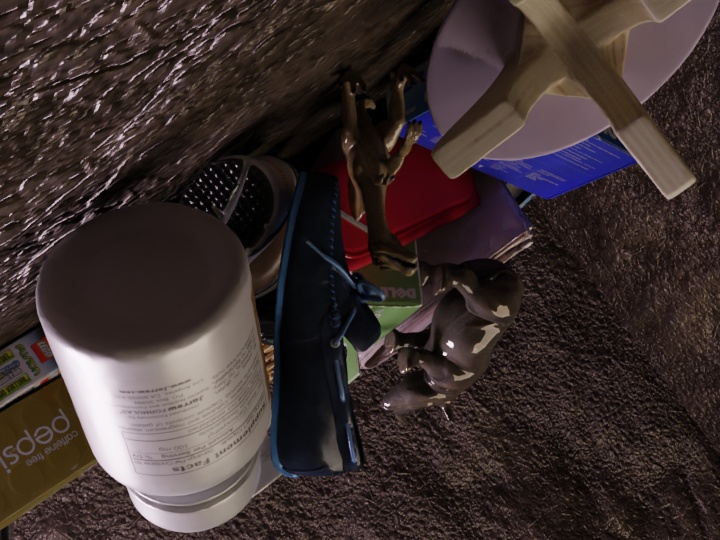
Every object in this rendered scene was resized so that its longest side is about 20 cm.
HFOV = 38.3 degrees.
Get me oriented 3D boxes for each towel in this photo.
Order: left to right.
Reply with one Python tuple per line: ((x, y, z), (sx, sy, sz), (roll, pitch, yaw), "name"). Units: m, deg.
((0.040, -0.041, 0.917), (0.191, 0.200, 0.032), (-38, 138, 18), "towel")

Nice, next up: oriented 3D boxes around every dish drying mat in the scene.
((0.026, -0.058, 0.778), (0.018, 0.077, 0.200), (-27, -179, 42), "dish drying mat")

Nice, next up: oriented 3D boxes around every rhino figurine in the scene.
((0.069, 0.065, 0.844), (0.087, 0.060, 0.200), (4, 133, -20), "rhino figurine")

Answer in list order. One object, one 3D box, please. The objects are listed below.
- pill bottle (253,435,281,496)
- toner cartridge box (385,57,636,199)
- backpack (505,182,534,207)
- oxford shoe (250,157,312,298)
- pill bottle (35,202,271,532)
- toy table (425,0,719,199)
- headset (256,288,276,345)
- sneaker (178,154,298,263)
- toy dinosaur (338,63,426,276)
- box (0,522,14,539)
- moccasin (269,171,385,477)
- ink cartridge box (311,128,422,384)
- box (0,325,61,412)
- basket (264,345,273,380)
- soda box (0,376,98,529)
((-0.150, 0.116, 0.938), (0.104, 0.200, 0.104), (-35, 178, -2), "pill bottle")
((0.122, -0.113, 0.803), (0.095, 0.043, 0.200), (-24, 151, 39), "toner cartridge box")
((0.096, -0.096, 1.036), (0.200, 0.135, 0.183), (-36, 179, -6), "backpack")
((-0.108, -0.007, 0.763), (0.200, 0.073, 0.084), (-45, 159, 25), "oxford shoe")
((-0.112, 0.067, 0.617), (0.114, 0.114, 0.200), (-34, 145, -26), "pill bottle")
((0.121, -0.131, 0.586), (0.200, 0.184, 0.117), (-49, -171, 20), "toy table")
((-0.087, 0.010, 0.841), (0.094, 0.124, 0.200), (11, 132, -28), "headset")
((-0.111, -0.005, 0.698), (0.200, 0.074, 0.080), (-37, 179, 26), "sneaker")
((0.004, -0.087, 0.692), (0.058, 0.200, 0.101), (5, 133, -13), "toy dinosaur")
((-0.348, 0.219, 0.848), (0.122, 0.106, 0.200), (-3, 166, -19), "box")
((-0.018, 0.035, 0.667), (0.068, 0.200, 0.080), (4, -161, 3), "moccasin")
((0.000, 0.000, 0.827), (0.059, 0.200, 0.104), (3, 158, -21), "ink cartridge box")
((-0.284, 0.104, 0.815), (0.110, 0.035, 0.200), (-35, 177, -23), "box")
((-0.137, 0.030, 1.089), (0.200, 0.149, 0.143), (-36, -150, 5), "basket")
((-0.228, 0.125, 0.772), (0.200, 0.068, 0.064), (-34, 177, -45), "soda box")
